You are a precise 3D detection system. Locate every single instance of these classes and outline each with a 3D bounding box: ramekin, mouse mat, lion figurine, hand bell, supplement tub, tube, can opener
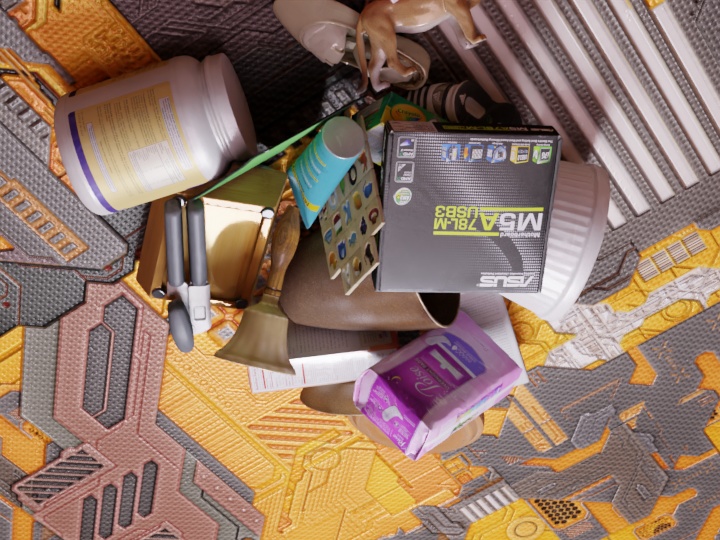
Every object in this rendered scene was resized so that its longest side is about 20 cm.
[{"bbox_3d":[0.225,-0.046,1.584,0.093,0.203,0.203,17,126,-7],"label":"ramekin"},{"bbox_3d":[-0.095,-0.138,1.450,0.200,0.161,0.008,-25,97,55],"label":"mouse mat"},{"bbox_3d":[0.062,-0.284,1.401,0.199,0.072,0.123,-26,93,-3],"label":"lion figurine"},{"bbox_3d":[-0.106,0.019,1.562,0.103,0.104,0.202,14,88,-19],"label":"hand bell"},{"bbox_3d":[-0.230,-0.158,1.451,0.198,0.146,0.146,-16,130,6],"label":"supplement tub"},{"bbox_3d":[-0.048,-0.118,1.497,0.050,0.078,0.200,-12,166,-21],"label":"tube"},{"bbox_3d":[-0.208,0.010,1.537,0.053,0.067,0.201,-3,129,-7],"label":"can opener"}]

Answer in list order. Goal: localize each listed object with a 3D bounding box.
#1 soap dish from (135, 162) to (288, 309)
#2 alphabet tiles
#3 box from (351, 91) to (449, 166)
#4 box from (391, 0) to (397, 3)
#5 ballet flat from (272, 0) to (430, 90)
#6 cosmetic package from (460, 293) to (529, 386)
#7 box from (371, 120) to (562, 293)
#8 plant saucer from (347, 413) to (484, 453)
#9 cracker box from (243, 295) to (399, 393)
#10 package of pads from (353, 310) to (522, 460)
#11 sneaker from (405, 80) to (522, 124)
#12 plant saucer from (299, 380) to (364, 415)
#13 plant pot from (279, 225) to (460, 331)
[{"bbox_3d":[-0.187,-0.043,1.593,0.156,0.082,0.201,9,126,-15],"label":"soap dish"},{"bbox_3d":[-0.016,-0.082,1.488,0.006,0.202,0.166,-2,158,-24],"label":"alphabet tiles"},{"bbox_3d":[0.090,-0.134,1.494,0.199,0.049,0.117,27,163,-19],"label":"box"},{"bbox_3d":[0.012,-0.393,1.324,0.099,0.096,0.200,-32,126,17],"label":"box"},{"bbox_3d":[-0.008,-0.255,1.450,0.199,0.070,0.070,17,125,-21],"label":"ballet flat"},{"bbox_3d":[0.157,0.078,1.749,0.101,0.072,0.201,-17,129,6],"label":"cosmetic package"},{"bbox_3d":[0.117,-0.069,1.439,0.198,0.048,0.195,1,112,-9],"label":"box"},{"bbox_3d":[0.077,0.214,1.827,0.198,0.033,0.201,8,148,5],"label":"plant saucer"},{"bbox_3d":[-0.053,0.086,1.685,0.198,0.134,0.058,-6,130,-2],"label":"cracker box"},{"bbox_3d":[0.098,0.140,1.609,0.199,0.120,0.076,-28,150,-40],"label":"package of pads"},{"bbox_3d":[0.118,-0.177,1.548,0.115,0.076,0.200,10,166,34],"label":"sneaker"},{"bbox_3d":[0.014,0.143,1.719,0.198,0.200,0.036,-7,104,-2],"label":"plant saucer"},{"bbox_3d":[0.000,0.000,1.612,0.199,0.188,0.187,-14,132,23],"label":"plant pot"}]
